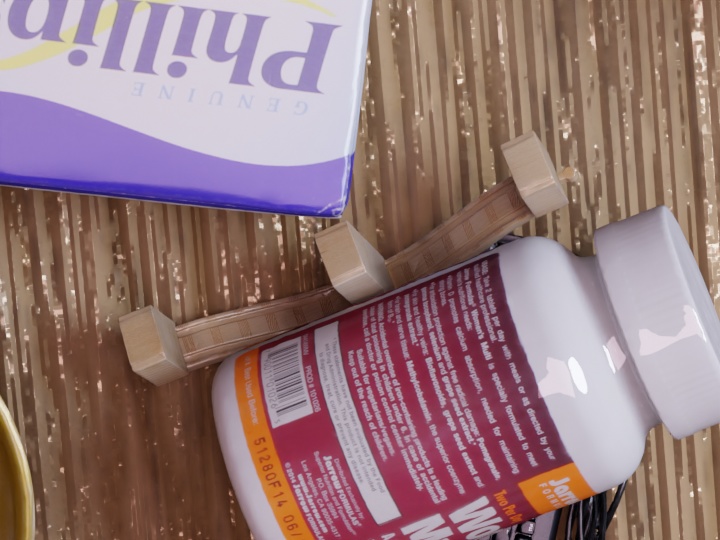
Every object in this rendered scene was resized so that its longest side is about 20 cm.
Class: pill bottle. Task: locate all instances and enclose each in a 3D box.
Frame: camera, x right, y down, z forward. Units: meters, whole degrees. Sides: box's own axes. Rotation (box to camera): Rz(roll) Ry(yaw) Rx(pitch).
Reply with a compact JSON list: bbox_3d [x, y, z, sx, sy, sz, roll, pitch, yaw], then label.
[{"bbox_3d":[0.049,0.052,1.062,0.200,0.110,0.110,-22,97,11],"label":"pill bottle"}]

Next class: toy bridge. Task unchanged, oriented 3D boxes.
[{"bbox_3d":[0.000,0.000,1.092,0.200,0.067,0.027,-24,70,8],"label":"toy bridge"}]

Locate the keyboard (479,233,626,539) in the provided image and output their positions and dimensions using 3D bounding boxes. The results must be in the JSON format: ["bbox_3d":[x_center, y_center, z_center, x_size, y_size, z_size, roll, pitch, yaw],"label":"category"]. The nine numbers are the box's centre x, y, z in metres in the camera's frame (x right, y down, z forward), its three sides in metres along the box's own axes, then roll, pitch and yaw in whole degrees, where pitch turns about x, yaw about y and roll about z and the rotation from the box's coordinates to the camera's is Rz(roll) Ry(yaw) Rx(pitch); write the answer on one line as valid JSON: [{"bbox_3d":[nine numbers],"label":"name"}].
[{"bbox_3d":[0.069,0.088,1.124,0.104,0.040,0.201,11,95,-6],"label":"keyboard"}]

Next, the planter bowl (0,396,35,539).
[{"bbox_3d":[-0.234,0.097,1.070,0.200,0.083,0.201,-1,96,-6],"label":"planter bowl"}]

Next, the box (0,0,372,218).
[{"bbox_3d":[-0.085,-0.129,1.056,0.183,0.105,0.201,6,95,-6],"label":"box"}]
